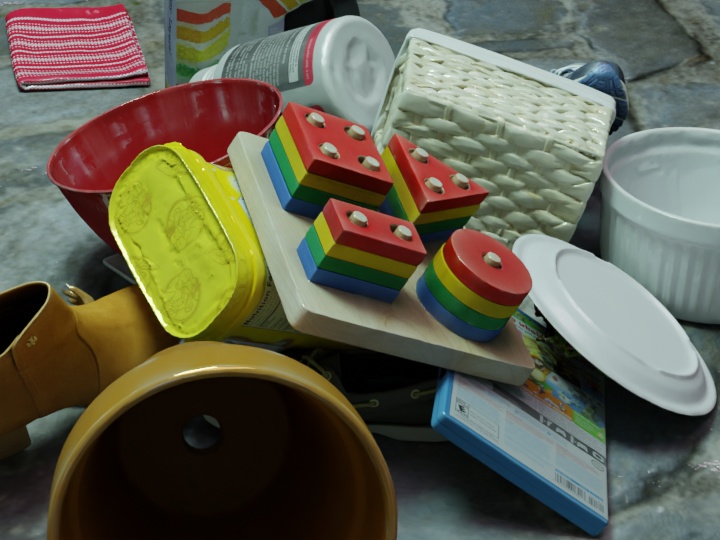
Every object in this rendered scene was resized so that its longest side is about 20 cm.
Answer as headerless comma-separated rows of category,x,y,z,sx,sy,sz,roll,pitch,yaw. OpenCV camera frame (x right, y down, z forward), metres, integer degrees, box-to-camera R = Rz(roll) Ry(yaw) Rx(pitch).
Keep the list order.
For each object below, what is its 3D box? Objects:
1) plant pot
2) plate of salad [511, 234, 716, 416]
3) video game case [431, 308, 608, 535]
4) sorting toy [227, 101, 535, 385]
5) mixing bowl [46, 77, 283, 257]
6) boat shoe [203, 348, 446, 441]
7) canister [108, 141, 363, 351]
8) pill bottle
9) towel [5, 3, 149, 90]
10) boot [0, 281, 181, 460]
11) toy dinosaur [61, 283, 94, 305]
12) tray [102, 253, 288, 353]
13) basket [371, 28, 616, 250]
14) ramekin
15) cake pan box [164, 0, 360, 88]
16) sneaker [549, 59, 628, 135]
plant pot,-0.092,0.129,1.000,0.200,0.200,0.183,-2,14,-10
plate of salad,0.193,0.047,1.264,0.200,0.048,0.200,31,26,-17
video game case,0.119,0.091,1.175,0.143,0.018,0.200,34,28,-11
sorting toy,0.026,-0.028,1.153,0.199,0.070,0.200,16,33,-32
mixing bowl,-0.145,-0.068,1.332,0.200,0.108,0.200,-13,27,7
boat shoe,-0.016,0.086,1.192,0.201,0.060,0.072,1,29,-6
canister,-0.072,-0.008,1.202,0.200,0.087,0.149,12,39,-51
pill bottle,-0.071,-0.170,1.538,0.200,0.111,0.111,-7,17,40
towel,-0.315,-0.249,1.789,0.144,0.023,0.200,-5,31,-14
boot,-0.200,0.044,1.110,0.201,0.144,0.071,-38,68,-22
toy dinosaur,-0.210,0.076,1.211,0.200,0.060,0.106,16,63,12
tray,-0.113,0.023,1.333,0.107,0.022,0.200,-23,39,-38
basket,0.110,-0.104,1.405,0.200,0.136,0.123,18,29,-3
ramekin,0.302,-0.037,1.409,0.200,0.105,0.200,3,29,-1
cake pan box,-0.100,-0.244,1.643,0.200,0.184,0.052,-7,35,-20
sneaker,0.201,-0.163,1.525,0.077,0.200,0.085,7,73,-6
